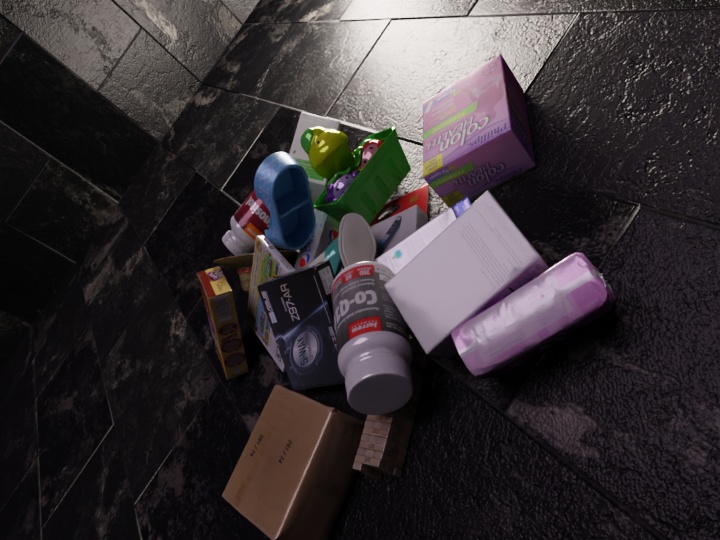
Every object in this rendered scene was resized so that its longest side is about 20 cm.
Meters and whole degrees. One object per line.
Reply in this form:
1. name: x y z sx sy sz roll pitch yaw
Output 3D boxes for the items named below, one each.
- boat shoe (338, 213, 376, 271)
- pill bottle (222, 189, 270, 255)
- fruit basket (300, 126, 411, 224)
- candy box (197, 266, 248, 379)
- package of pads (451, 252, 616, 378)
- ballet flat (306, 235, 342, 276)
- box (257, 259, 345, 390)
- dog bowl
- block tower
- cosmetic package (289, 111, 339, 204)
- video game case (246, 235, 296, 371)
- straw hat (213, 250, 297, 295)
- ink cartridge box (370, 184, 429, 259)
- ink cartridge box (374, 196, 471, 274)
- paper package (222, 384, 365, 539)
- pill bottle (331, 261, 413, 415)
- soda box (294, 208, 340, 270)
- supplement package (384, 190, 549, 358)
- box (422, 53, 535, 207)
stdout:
1. boat shoe: 0.000 0.000 1.019 0.061 0.071 0.207 124 132 -67
2. pill bottle: -0.250 -0.127 1.409 0.201 0.112 0.113 -49 37 7
3. fruit basket: -0.027 -0.213 1.132 0.220 0.213 0.154 -60 24 -11
4. candy box: -0.291 0.112 1.201 0.055 0.207 0.117 -17 31 -19
5. package of pads: 0.222 0.061 0.721 0.198 0.119 0.077 -36 66 21
6. ballet flat: -0.077 0.029 1.067 0.067 0.068 0.208 -141 63 -75
7. box: -0.088 0.100 0.995 0.157 0.207 0.043 -14 7 39
8. dog bowl: -0.144 -0.130 1.127 0.110 0.205 0.049 -34 44 -31
9. block tower: 0.050 0.207 0.857 0.057 0.054 0.206 -6 57 45
10. cosmetic package: -0.117 -0.269 1.361 0.086 0.103 0.206 106 174 -60
11. video game case: -0.173 0.064 1.128 0.182 0.022 0.206 42 130 42
12. straw hat: -0.224 0.012 1.258 0.197 0.197 0.089 -9 88 43
13. ink cartridge box: 0.043 -0.075 1.100 0.196 0.044 0.181 -23 47 35
14. ink cartridge box: 0.124 -0.015 0.936 0.198 0.041 0.123 -35 61 27
15. paper package: -0.102 0.308 0.905 0.187 0.103 0.205 5 66 51
16. pill bottle: 0.017 0.097 0.842 0.112 0.113 0.204 -34 40 23
17. soda box: -0.086 -0.034 1.188 0.062 0.068 0.206 -12 53 41
18. supplement package: 0.154 0.013 0.812 0.199 0.119 0.123 -41 65 15
19. box: 0.204 -0.247 1.013 0.172 0.096 0.206 -24 46 33
